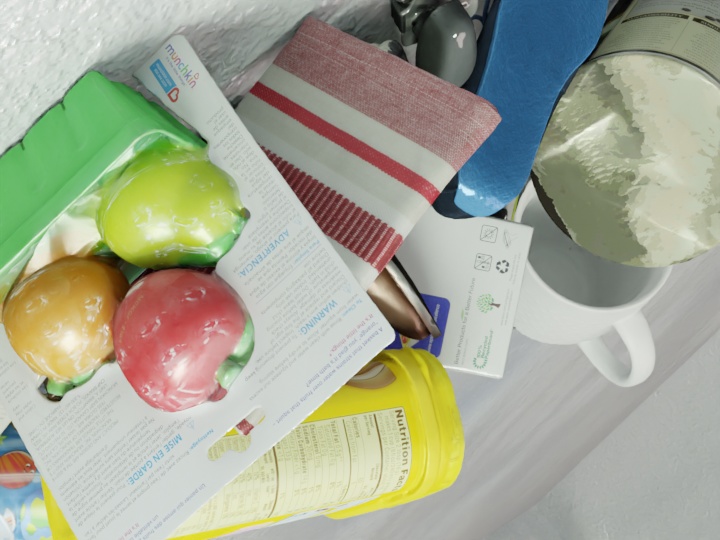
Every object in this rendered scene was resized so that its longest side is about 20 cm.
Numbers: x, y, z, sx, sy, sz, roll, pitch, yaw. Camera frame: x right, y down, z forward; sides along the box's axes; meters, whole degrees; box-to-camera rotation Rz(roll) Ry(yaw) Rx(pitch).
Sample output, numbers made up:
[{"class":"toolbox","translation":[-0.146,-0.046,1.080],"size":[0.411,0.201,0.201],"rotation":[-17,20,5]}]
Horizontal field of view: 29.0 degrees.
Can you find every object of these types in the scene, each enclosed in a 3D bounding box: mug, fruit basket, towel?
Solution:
[{"class":"mug","translation":[0.205,0.016,1.282],"size":[0.147,0.200,0.175],"rotation":[-27,167,-16]},{"class":"fruit basket","translation":[-0.101,0.015,0.668],"size":[0.185,0.200,0.094],"rotation":[-42,161,12]},{"class":"towel","translation":[-0.037,-0.028,0.711],"size":[0.200,0.144,0.023],"rotation":[-52,140,-5]}]

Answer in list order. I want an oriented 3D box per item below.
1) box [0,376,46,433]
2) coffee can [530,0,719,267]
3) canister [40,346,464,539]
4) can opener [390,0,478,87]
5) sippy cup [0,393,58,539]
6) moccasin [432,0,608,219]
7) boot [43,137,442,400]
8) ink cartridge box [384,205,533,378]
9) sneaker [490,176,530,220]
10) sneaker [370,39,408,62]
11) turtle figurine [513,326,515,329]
[{"class":"box","translation":[-0.272,0.091,0.745],"size":[0.144,0.036,0.200],"rotation":[10,130,-47]},{"class":"coffee can","translation":[0.212,-0.111,0.955],"size":[0.146,0.146,0.200],"rotation":[-51,179,35]},{"class":"canister","translation":[-0.064,0.106,0.787],"size":[0.199,0.087,0.148],"rotation":[-6,166,-33]},{"class":"can opener","translation":[0.048,-0.166,0.739],"size":[0.053,0.067,0.200],"rotation":[-29,159,-8]},{"class":"sippy cup","translation":[-0.201,0.135,0.875],"size":[0.130,0.178,0.140],"rotation":[1,163,-23]},{"class":"moccasin","translation":[0.086,-0.123,0.848],"size":[0.200,0.080,0.068],"rotation":[-60,-164,-22]},{"class":"boot","translation":[-0.079,0.031,0.814],"size":[0.200,0.186,0.064],"rotation":[-43,-170,4]},{"class":"ink cartridge box","translation":[0.000,0.000,0.864],"size":[0.039,0.199,0.100],"rotation":[-131,-127,-82]},{"class":"sneaker","translation":[0.097,-0.074,0.986],"size":[0.081,0.074,0.200],"rotation":[-22,138,-60]},{"class":"sneaker","translation":[0.001,-0.088,0.858],"size":[0.079,0.078,0.200],"rotation":[-13,165,6]},{"class":"turtle figurine","translation":[-0.005,0.039,0.960],"size":[0.199,0.101,0.150],"rotation":[-6,163,-21]}]
